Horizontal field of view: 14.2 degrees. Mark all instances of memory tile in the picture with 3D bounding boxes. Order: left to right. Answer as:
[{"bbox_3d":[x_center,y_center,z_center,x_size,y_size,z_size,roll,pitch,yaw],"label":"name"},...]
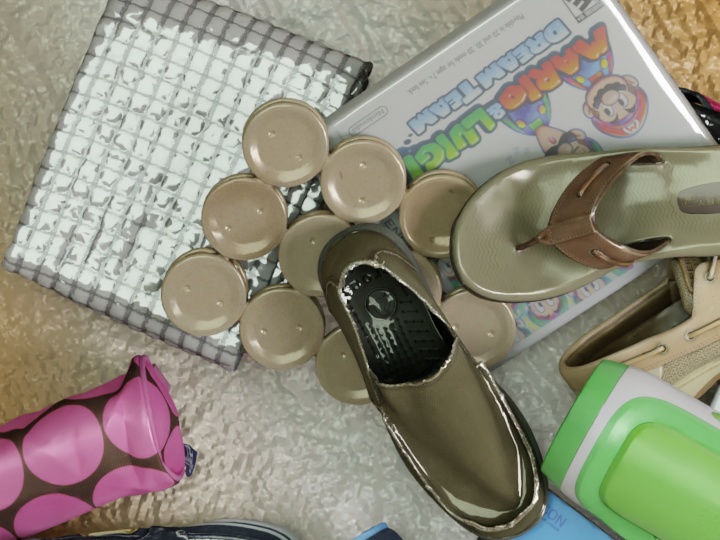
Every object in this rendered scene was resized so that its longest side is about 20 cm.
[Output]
[{"bbox_3d":[0.000,0.000,1.664,0.200,0.017,0.154,26,104,-9],"label":"memory tile"}]

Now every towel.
[{"bbox_3d":[-0.100,-0.058,1.721,0.165,0.086,0.200,21,93,2],"label":"towel"}]

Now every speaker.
[{"bbox_3d":[0.204,0.130,1.611,0.200,0.088,0.089,30,89,9],"label":"speaker"}]

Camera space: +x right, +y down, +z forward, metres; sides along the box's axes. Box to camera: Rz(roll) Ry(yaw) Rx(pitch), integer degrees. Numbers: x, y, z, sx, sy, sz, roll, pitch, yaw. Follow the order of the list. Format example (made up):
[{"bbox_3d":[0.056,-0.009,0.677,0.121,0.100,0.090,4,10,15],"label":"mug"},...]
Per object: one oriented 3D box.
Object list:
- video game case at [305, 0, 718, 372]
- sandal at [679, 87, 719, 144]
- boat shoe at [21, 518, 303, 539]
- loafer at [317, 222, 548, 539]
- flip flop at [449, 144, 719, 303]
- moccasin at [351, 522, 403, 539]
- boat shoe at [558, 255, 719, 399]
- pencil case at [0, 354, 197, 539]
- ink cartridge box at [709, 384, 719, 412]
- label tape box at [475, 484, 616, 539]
[{"bbox_3d":[0.095,-0.058,1.668,0.200,0.024,0.182,-34,107,11],"label":"video game case"},{"bbox_3d":[0.195,-0.072,1.702,0.199,0.045,0.075,14,108,-4],"label":"sandal"},{"bbox_3d":[-0.131,0.186,1.696,0.200,0.091,0.071,-7,83,7],"label":"boat shoe"},{"bbox_3d":[0.036,0.068,1.624,0.075,0.070,0.200,-34,93,8],"label":"loafer"},{"bbox_3d":[0.147,-0.031,1.621,0.199,0.058,0.081,-8,85,2],"label":"flip flop"},{"bbox_3d":[-0.034,0.235,1.691,0.068,0.080,0.200,46,106,18],"label":"moccasin"},{"bbox_3d":[0.206,0.016,1.662,0.200,0.071,0.065,-39,116,6],"label":"boat shoe"},{"bbox_3d":[-0.203,0.116,1.719,0.199,0.094,0.091,-18,126,6],"label":"pencil case"},{"bbox_3d":[0.242,0.184,1.664,0.162,0.057,0.200,25,83,10],"label":"ink cartridge box"},{"bbox_3d":[0.097,0.241,1.664,0.144,0.063,0.200,37,90,18],"label":"label tape box"}]
